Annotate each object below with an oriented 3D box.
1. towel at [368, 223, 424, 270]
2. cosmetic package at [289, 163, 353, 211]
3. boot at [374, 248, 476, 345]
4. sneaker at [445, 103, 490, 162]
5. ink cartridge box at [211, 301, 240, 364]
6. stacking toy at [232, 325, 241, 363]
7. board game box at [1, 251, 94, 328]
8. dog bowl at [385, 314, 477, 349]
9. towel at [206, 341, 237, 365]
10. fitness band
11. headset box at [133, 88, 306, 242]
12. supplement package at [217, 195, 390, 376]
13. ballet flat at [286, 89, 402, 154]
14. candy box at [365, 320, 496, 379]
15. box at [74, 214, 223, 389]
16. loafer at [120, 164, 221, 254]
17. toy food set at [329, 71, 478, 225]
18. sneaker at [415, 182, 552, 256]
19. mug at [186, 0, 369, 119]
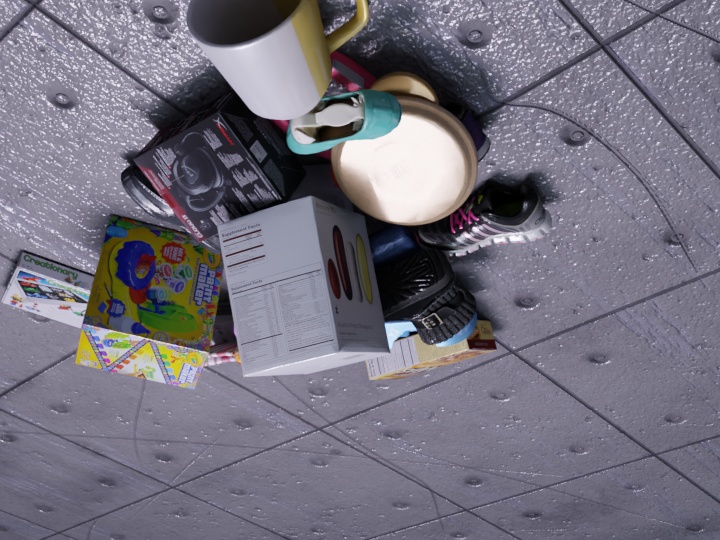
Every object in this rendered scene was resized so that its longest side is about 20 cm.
[{"bbox_3d":[0.000,0.000,1.514,0.198,0.049,0.112,-29,142,13],"label":"towel"},{"bbox_3d":[-0.084,-0.072,1.502,0.148,0.052,0.201,0,144,9],"label":"cosmetic package"},{"bbox_3d":[0.063,0.059,1.507,0.208,0.081,0.158,-19,148,11],"label":"boot"},{"bbox_3d":[0.070,-0.162,1.360,0.198,0.076,0.088,-25,121,29],"label":"sneaker"},{"bbox_3d":[-0.174,0.125,1.787,0.159,0.058,0.202,-4,139,12],"label":"ink cartridge box"},{"bbox_3d":[-0.158,0.084,1.578,0.114,0.201,0.111,-12,114,18],"label":"stacking toy"},{"bbox_3d":[-0.496,0.045,1.723,0.197,0.035,0.126,21,142,-22],"label":"board game box"},{"bbox_3d":[0.087,0.067,1.629,0.196,0.113,0.050,-4,131,12],"label":"dog bowl"},{"bbox_3d":[-0.180,0.135,1.668,0.196,0.031,0.146,-6,-178,16],"label":"towel"},{"bbox_3d":[-0.041,-0.214,1.318,0.199,0.038,0.143,33,138,-32],"label":"fitness band"},{"bbox_3d":[-0.195,-0.136,1.356,0.198,0.078,0.150,-20,117,39],"label":"headset box"},{"bbox_3d":[-0.071,0.028,1.366,0.145,0.204,0.191,-15,171,20],"label":"supplement package"},{"bbox_3d":[-0.040,-0.185,1.234,0.198,0.069,0.070,-4,173,44],"label":"ballet flat"},{"bbox_3d":[0.118,0.135,1.723,0.198,0.056,0.115,-21,165,30],"label":"candy box"},{"bbox_3d":[-0.321,0.050,1.568,0.189,0.203,0.122,14,143,-14],"label":"box"},{"bbox_3d":[-0.257,-0.099,1.479,0.199,0.069,0.070,34,117,-30],"label":"loafer"},{"bbox_3d":[0.052,-0.142,1.298,0.199,0.049,0.197,38,127,-20],"label":"toy food set"},{"bbox_3d":[0.170,-0.080,1.447,0.196,0.075,0.088,-8,139,15],"label":"sneaker"},{"bbox_3d":[-0.085,-0.258,1.162,0.183,0.152,0.154,-6,144,16],"label":"mug"}]
